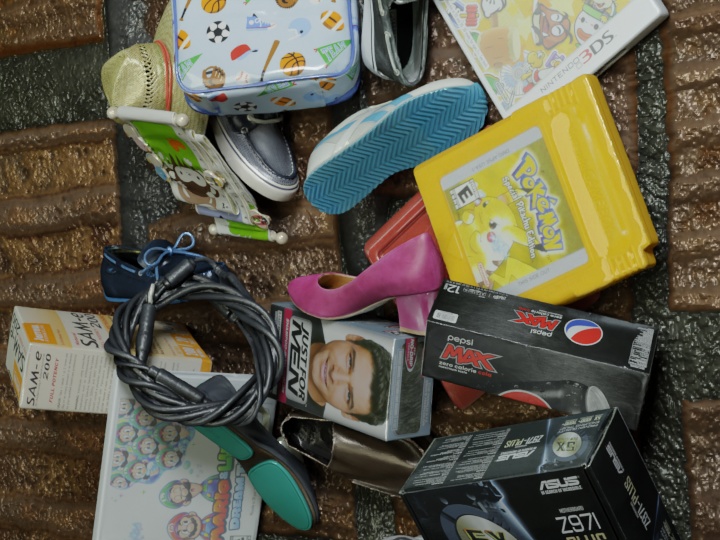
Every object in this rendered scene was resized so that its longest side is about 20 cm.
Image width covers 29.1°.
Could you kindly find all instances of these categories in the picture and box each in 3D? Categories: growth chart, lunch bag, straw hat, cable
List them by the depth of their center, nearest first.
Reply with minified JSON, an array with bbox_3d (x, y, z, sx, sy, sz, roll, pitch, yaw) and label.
[{"bbox_3d":[-0.089,-0.242,1.381,0.197,0.076,0.163,-5,72,5],"label":"lunch bag"},{"bbox_3d":[-0.168,0.080,1.410,0.201,0.162,0.051,52,159,29],"label":"cable"},{"bbox_3d":[-0.174,-0.101,1.462,0.144,0.018,0.201,3,140,48],"label":"growth chart"},{"bbox_3d":[-0.233,-0.198,1.489,0.200,0.084,0.204,9,100,64],"label":"straw hat"}]

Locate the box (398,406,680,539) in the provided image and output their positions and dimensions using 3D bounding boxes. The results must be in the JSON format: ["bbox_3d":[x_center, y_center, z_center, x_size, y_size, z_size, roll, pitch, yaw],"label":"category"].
[{"bbox_3d":[0.161,0.224,1.224,0.198,0.086,0.165,-14,112,37],"label":"box"}]

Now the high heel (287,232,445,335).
[{"bbox_3d":[0.000,0.000,1.332,0.199,0.067,0.097,13,115,47],"label":"high heel"}]

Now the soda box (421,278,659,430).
[{"bbox_3d":[0.156,0.073,1.214,0.197,0.064,0.072,14,129,13],"label":"soda box"}]

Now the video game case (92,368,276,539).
[{"bbox_3d":[-0.186,0.207,1.478,0.024,0.180,0.203,-148,65,-64],"label":"video game case"}]

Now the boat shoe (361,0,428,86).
[{"bbox_3d":[0.036,-0.272,1.304,0.068,0.073,0.202,34,129,48],"label":"boat shoe"}]

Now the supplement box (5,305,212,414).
[{"bbox_3d":[-0.274,0.100,1.496,0.126,0.197,0.075,-141,61,-62],"label":"supplement box"}]

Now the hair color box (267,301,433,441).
[{"bbox_3d":[-0.013,0.096,1.378,0.199,0.060,0.101,13,101,49],"label":"hair color box"}]

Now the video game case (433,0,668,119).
[{"bbox_3d":[0.161,-0.256,1.271,0.182,0.023,0.202,-40,69,32],"label":"video game case"}]

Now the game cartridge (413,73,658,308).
[{"bbox_3d":[0.154,-0.053,1.240,0.199,0.032,0.179,-27,76,36],"label":"game cartridge"}]

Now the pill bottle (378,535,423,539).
[{"bbox_3d":[0.019,0.315,1.305,0.112,0.199,0.115,3,95,37],"label":"pill bottle"}]

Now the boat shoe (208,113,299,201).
[{"bbox_3d":[-0.111,-0.174,1.450,0.201,0.074,0.093,56,129,21],"label":"boat shoe"}]

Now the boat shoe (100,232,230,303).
[{"bbox_3d":[-0.229,-0.001,1.547,0.198,0.084,0.070,-3,103,35],"label":"boat shoe"}]

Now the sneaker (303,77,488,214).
[{"bbox_3d":[0.031,-0.135,1.343,0.198,0.081,0.077,-26,121,18],"label":"sneaker"}]

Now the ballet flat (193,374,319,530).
[{"bbox_3d":[-0.102,0.185,1.458,0.073,0.073,0.200,-31,111,34],"label":"ballet flat"}]

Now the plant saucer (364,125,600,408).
[{"bbox_3d":[0.102,-0.001,1.325,0.199,0.036,0.201,-43,67,31],"label":"plant saucer"}]

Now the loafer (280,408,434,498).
[{"bbox_3d":[-0.003,0.187,1.395,0.198,0.071,0.074,12,100,36],"label":"loafer"}]
